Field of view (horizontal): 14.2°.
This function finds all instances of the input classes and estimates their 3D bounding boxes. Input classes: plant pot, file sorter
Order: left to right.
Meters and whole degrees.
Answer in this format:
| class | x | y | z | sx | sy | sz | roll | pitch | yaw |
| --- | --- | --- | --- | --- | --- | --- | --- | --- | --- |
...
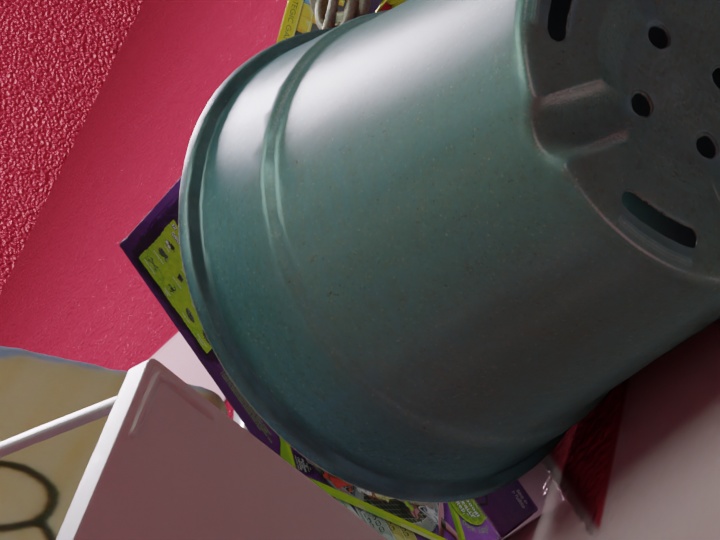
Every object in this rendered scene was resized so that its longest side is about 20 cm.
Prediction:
| class | x | y | z | sx | sy | sz | roll | pitch | yaw |
| --- | --- | --- | --- | --- | --- | --- | --- | --- | --- |
| file sorter | -0.060 | 0.156 | 1.034 | 0.124 | 0.200 | 0.139 | -23 | 36 | 46 |
| plant pot | 0.065 | -0.033 | 1.084 | 0.196 | 0.200 | 0.201 | -30 | 32 | 52 |

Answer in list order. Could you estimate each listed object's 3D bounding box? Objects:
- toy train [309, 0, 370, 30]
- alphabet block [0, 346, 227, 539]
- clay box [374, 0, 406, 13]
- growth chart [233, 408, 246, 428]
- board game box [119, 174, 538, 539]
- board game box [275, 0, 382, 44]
| class | x | y | z | sx | sy | sz | roll | pitch | yaw |
| --- | --- | --- | --- | --- | --- | --- | --- | --- | --- |
| toy train | 0.003 | -0.174 | 1.271 | 0.116 | 0.084 | 0.201 | 2 | -74 | -88 |
| alphabet block | -0.179 | 0.166 | 1.326 | 0.200 | 0.195 | 0.197 | -68 | -14 | -60 |
| clay box | 0.026 | -0.092 | 1.277 | 0.200 | 0.048 | 0.115 | -55 | -5 | 25 |
| growth chart | -0.065 | 0.153 | 1.410 | 0.145 | 0.018 | 0.201 | -99 | 15 | -74 |
| board game box | -0.017 | 0.043 | 1.217 | 0.032 | 0.200 | 0.120 | -33 | -4 | -29 |
| board game box | 0.008 | -0.084 | 1.447 | 0.165 | 0.057 | 0.201 | -28 | -42 | -62 |
